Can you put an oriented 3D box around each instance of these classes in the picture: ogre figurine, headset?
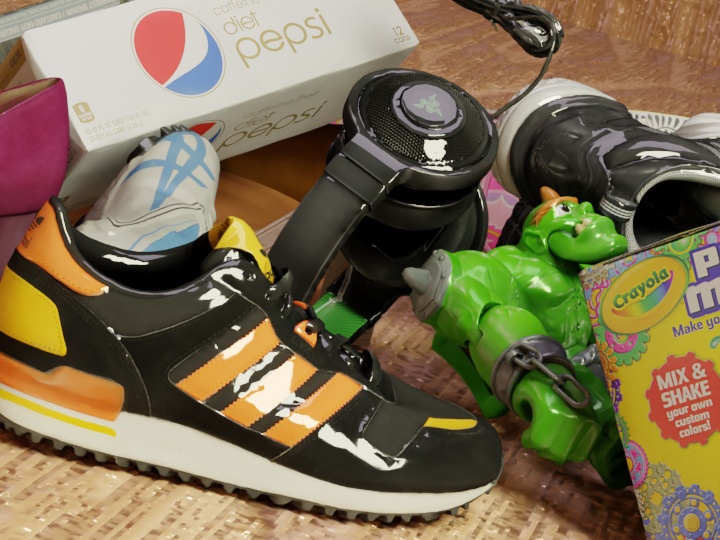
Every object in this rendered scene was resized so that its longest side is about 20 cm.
[{"bbox_3d":[0.092,0.034,1.074,0.120,0.098,0.200,40,38,24],"label":"ogre figurine"},{"bbox_3d":[0.012,-0.046,1.080,0.094,0.200,0.124,38,-21,16],"label":"headset"}]

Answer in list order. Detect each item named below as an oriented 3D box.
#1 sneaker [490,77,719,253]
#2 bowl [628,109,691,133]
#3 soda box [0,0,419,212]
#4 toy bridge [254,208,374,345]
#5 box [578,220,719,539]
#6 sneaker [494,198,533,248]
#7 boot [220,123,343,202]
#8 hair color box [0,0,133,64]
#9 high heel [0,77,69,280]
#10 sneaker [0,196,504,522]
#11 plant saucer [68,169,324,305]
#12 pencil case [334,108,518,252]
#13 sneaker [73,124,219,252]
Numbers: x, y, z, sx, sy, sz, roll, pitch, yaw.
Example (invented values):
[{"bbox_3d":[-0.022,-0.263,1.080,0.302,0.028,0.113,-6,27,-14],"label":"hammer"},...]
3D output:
[{"bbox_3d":[0.159,-0.025,1.188,0.199,0.076,0.114,13,20,-37],"label":"sneaker"},{"bbox_3d":[0.214,-0.028,1.499,0.199,0.095,0.201,12,11,-2],"label":"bowl"},{"bbox_3d":[-0.073,-0.089,1.158,0.199,0.068,0.064,-22,75,-38],"label":"soda box"},{"bbox_3d":[0.000,0.000,1.162,0.199,0.068,0.027,2,17,-47],"label":"toy bridge"},{"bbox_3d":[0.224,0.027,0.968,0.199,0.123,0.192,-20,-11,34],"label":"box"},{"bbox_3d":[0.127,0.019,1.266,0.090,0.076,0.200,19,16,-27],"label":"sneaker"},{"bbox_3d":[-0.047,-0.051,1.346,0.143,0.071,0.201,14,3,-12],"label":"boot"},{"bbox_3d":[-0.152,-0.109,1.331,0.098,0.061,0.200,-18,5,-2],"label":"hair color box"},{"bbox_3d":[-0.210,-0.045,1.018,0.199,0.097,0.067,5,15,-42],"label":"high heel"},{"bbox_3d":[-0.034,0.029,0.913,0.199,0.091,0.070,12,12,-15],"label":"sneaker"},{"bbox_3d":[-0.098,-0.026,1.235,0.199,0.038,0.200,15,12,-3],"label":"plant saucer"},{"bbox_3d":[0.030,-0.074,1.515,0.199,0.088,0.087,23,14,38],"label":"pencil case"},{"bbox_3d":[-0.086,-0.003,1.041,0.072,0.072,0.200,37,21,-6],"label":"sneaker"}]
